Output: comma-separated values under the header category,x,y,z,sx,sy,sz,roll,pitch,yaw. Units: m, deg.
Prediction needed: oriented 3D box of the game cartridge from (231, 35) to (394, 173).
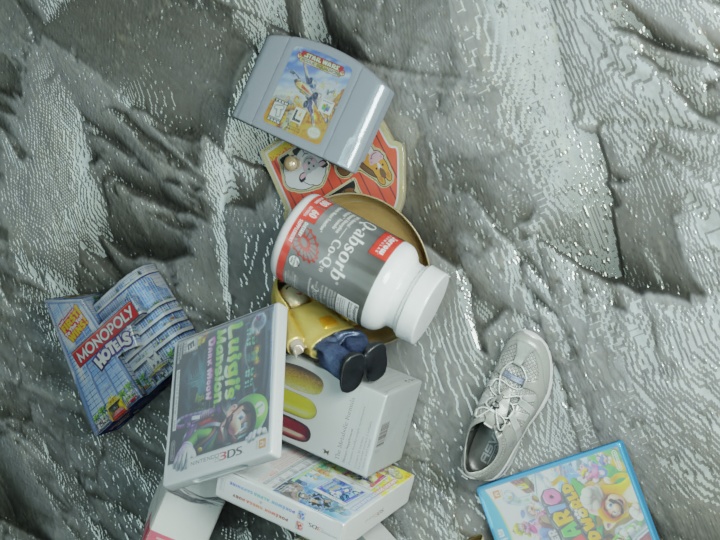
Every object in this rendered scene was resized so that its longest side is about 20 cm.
category,x,y,z,sx,sy,sz,roll,pitch,yaw
game cartridge,-0.060,-0.220,1.778,0.199,0.041,0.135,26,96,27

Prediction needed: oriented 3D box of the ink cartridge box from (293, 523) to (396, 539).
category,x,y,z,sx,sy,sz,roll,pitch,yaw
ink cartridge box,-0.034,0.415,1.754,0.146,0.199,0.147,46,112,17

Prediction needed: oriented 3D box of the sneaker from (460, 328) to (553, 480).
category,x,y,z,sx,sy,sz,roll,pitch,yaw
sneaker,0.176,0.170,1.691,0.074,0.082,0.202,21,104,23

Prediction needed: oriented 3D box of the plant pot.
category,x,y,z,sx,sy,sz,roll,pitch,yaw
plant pot,0.001,-0.003,1.776,0.198,0.027,0.203,8,109,23

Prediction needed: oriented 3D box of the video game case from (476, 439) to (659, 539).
category,x,y,z,sx,sy,sz,roll,pitch,yaw
video game case,0.252,0.303,1.702,0.198,0.018,0.145,-23,86,27

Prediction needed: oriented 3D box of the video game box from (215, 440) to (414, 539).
category,x,y,z,sx,sy,sz,roll,pitch,yaw
video game box,-0.054,0.268,1.751,0.180,0.199,0.047,18,107,24

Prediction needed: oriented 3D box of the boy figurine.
category,x,y,z,sx,sy,sz,roll,pitch,yaw
boy figurine,-0.044,0.069,1.745,0.200,0.123,0.065,44,144,41

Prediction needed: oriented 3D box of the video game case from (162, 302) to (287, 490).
category,x,y,z,sx,sy,sz,roll,pitch,yaw
video game case,-0.167,0.155,1.723,0.180,0.023,0.202,-21,54,32

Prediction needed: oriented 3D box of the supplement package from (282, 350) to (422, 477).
category,x,y,z,sx,sy,sz,roll,pitch,yaw
supplement package,-0.042,0.165,1.784,0.198,0.109,0.115,20,103,23

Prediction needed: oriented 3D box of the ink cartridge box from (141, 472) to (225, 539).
category,x,y,z,sx,sy,sz,roll,pitch,yaw
ink cartridge box,-0.215,0.275,1.853,0.082,0.147,0.202,23,107,-8

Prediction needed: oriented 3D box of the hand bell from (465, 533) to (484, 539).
category,x,y,z,sx,sy,sz,roll,pitch,yaw
hand bell,0.175,0.437,1.732,0.104,0.104,0.201,-40,91,24

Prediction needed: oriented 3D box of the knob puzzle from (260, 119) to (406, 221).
category,x,y,z,sx,sy,sz,roll,pitch,yaw
knob puzzle,-0.025,-0.109,1.793,0.217,0.030,0.223,3,96,26

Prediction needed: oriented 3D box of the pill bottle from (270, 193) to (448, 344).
category,x,y,z,sx,sy,sz,roll,pitch,yaw
pill bottle,0.000,0.000,1.697,0.198,0.116,0.117,28,107,13

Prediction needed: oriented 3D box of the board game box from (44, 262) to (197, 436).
category,x,y,z,sx,sy,sz,roll,pitch,yaw
board game box,-0.343,0.090,1.954,0.200,0.062,0.201,-40,78,24
